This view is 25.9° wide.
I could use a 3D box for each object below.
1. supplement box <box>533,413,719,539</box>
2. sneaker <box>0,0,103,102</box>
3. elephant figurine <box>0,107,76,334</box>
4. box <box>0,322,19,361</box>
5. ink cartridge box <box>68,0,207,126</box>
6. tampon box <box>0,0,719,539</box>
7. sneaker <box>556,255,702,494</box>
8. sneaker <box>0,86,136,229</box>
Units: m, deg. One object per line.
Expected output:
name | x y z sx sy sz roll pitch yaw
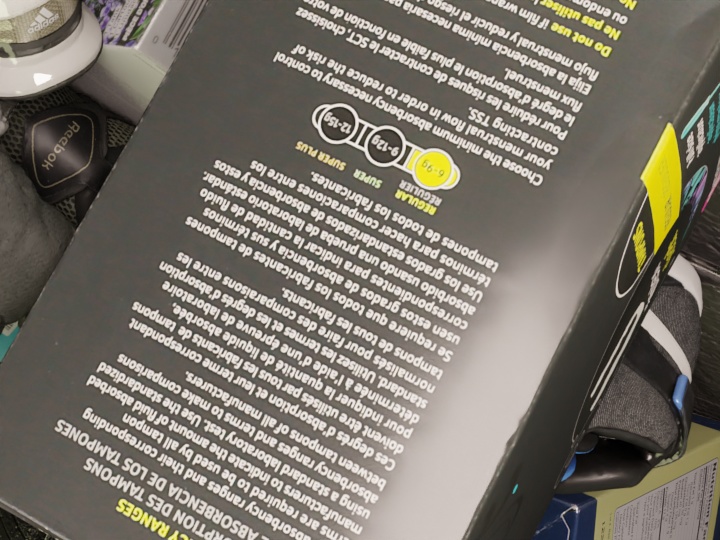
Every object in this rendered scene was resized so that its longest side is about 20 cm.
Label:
supplement box | 0.073 0.141 0.861 0.198 0.136 0.199 15 -165 34
sneaker | -0.169 -0.159 0.585 0.200 0.075 0.116 39 151 33
elephant figurine | -0.200 0.044 0.612 0.140 0.201 0.156 16 155 36
box | -0.202 -0.033 0.962 0.049 0.082 0.201 38 -160 -20
ink cartridge box | -0.091 -0.094 0.680 0.109 0.051 0.199 34 171 -35
tampon box | 0.008 0.008 0.442 0.125 0.202 0.150 27 171 15
sneaker | 0.042 0.018 0.588 0.198 0.113 0.073 19 139 -11
sneaker | -0.131 -0.032 0.743 0.114 0.077 0.199 36 167 -2
